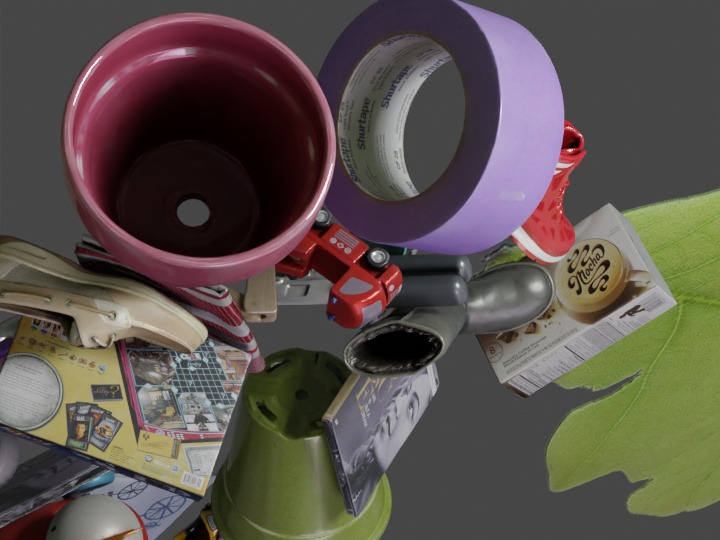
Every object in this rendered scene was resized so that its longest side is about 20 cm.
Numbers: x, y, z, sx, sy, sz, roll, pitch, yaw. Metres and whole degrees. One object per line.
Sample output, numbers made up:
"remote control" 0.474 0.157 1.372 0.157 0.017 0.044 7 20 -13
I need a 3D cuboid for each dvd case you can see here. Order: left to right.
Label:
"dvd case" -0.289 0.191 1.684 0.200 0.016 0.149 -26 -169 -22
"dvd case" 0.025 0.135 1.805 0.200 0.016 0.149 -56 146 -38

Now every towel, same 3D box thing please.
"towel" -0.163 0.033 1.520 0.200 0.144 0.023 74 36 -69

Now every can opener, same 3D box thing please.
"can opener" 0.000 0.000 1.607 0.199 0.053 0.067 -2 138 21

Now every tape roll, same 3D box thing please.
"tape roll" 0.057 -0.115 1.383 0.085 0.200 0.200 8 138 -48

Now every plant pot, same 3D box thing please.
"plant pot" -0.128 -0.071 1.334 0.199 0.200 0.179 -19 167 -14
"plant pot" -0.062 0.186 1.851 0.200 0.200 0.190 -16 138 -18

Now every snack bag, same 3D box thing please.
"snack bag" -0.286 0.279 1.968 0.200 0.021 0.189 7 137 -47

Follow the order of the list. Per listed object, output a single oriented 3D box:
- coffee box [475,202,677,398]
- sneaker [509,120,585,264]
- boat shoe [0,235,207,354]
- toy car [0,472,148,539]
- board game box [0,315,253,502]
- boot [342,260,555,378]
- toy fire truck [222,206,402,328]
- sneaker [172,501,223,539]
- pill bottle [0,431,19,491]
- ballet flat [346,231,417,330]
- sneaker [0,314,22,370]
"coffee box" 0.222 0.035 1.879 0.200 0.113 0.080 -33 152 15
"sneaker" 0.189 -0.076 1.699 0.115 0.078 0.200 -35 153 19
"boat shoe" -0.226 0.036 1.453 0.200 0.065 0.072 23 160 -19
"toy car" -0.286 0.278 1.727 0.176 0.185 0.200 -15 172 -20
"board game box" -0.208 0.102 1.504 0.199 0.136 0.035 21 162 -7
"boot" 0.088 0.045 1.653 0.181 0.073 0.200 -20 177 14
"toy fire truck" -0.079 -0.002 1.525 0.141 0.200 0.049 -45 163 -27
"sneaker" -0.140 0.300 2.067 0.200 0.078 0.082 -39 149 22
"pill bottle" -0.391 0.145 1.546 0.112 0.112 0.200 -32 152 11
"ballet flat" 0.022 -0.020 1.681 0.072 0.072 0.200 -12 150 -25
"sneaker" -0.278 0.113 1.615 0.080 0.089 0.200 -33 153 10
